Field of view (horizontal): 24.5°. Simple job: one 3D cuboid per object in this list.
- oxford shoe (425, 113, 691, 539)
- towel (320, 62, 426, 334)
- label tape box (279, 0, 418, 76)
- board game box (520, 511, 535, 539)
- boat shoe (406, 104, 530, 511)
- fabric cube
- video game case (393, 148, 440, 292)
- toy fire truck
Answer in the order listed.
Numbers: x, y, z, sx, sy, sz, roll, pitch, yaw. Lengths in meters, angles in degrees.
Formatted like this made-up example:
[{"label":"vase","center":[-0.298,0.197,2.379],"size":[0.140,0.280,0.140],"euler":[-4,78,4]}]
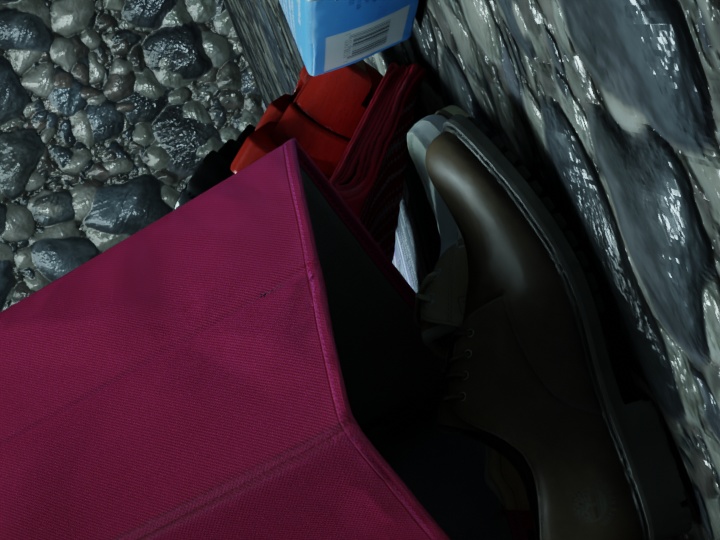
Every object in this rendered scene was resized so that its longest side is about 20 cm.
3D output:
[{"label":"oxford shoe","center":[0.063,0.030,0.697],"size":[0.073,0.084,0.200],"euler":[77,172,-79]},{"label":"towel","center":[0.000,0.000,0.910],"size":[0.145,0.022,0.200],"euler":[-64,-15,-51]},{"label":"label tape box","center":[-0.034,-0.211,0.814],"size":[0.143,0.066,0.200],"euler":[100,150,-83]},{"label":"board game box","center":[0.053,0.181,0.889],"size":[0.151,0.200,0.037],"euler":[-118,31,-53]},{"label":"boat shoe","center":[0.058,0.015,0.771],"size":[0.075,0.068,0.200],"euler":[76,170,-67]},{"label":"fabric cube","center":[-0.054,0.102,0.769],"size":[0.196,0.199,0.200],"euler":[53,-165,-37]},{"label":"video game case","center":[0.041,0.022,1.047],"size":[0.200,0.019,0.143],"euler":[90,168,-65]},{"label":"toy fire truck","center":[-0.023,-0.108,0.973],"size":[0.129,0.200,0.176],"euler":[32,-166,0]}]
